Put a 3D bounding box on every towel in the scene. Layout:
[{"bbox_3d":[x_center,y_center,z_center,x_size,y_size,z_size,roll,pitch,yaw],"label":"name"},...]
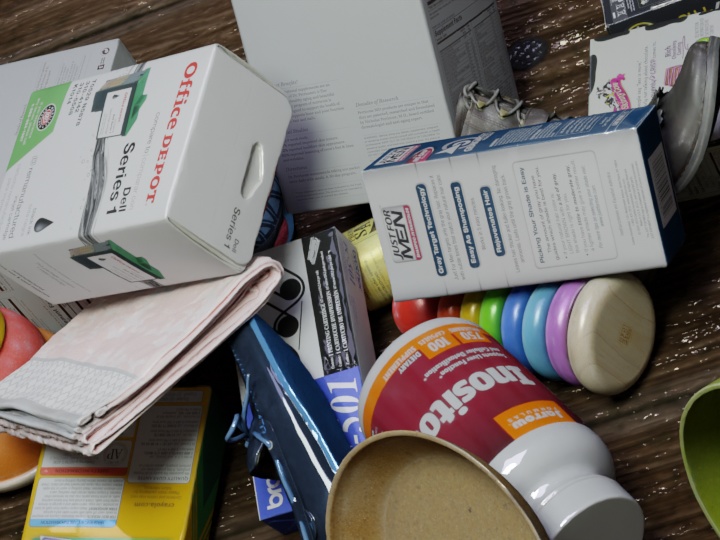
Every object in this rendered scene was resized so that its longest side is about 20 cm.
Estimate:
[{"bbox_3d":[-0.167,0.052,1.577,0.191,0.032,0.200,-42,22,-23],"label":"towel"}]

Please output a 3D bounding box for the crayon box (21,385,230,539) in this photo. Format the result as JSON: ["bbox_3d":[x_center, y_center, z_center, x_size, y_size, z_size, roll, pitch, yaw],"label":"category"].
[{"bbox_3d":[-0.173,0.182,1.585,0.125,0.052,0.201,-1,59,18],"label":"crayon box"}]

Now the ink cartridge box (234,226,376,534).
[{"bbox_3d":[-0.036,0.077,1.585,0.094,0.044,0.201,-17,64,16],"label":"ink cartridge box"}]

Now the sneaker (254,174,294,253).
[{"bbox_3d":[-0.097,-0.078,1.767,0.079,0.096,0.201,-7,49,26],"label":"sneaker"}]

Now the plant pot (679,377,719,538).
[{"bbox_3d":[0.325,0.090,1.325,0.200,0.188,0.187,-36,41,-25],"label":"plant pot"}]

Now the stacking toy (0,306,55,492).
[{"bbox_3d":[-0.300,0.060,1.687,0.146,0.200,0.146,-16,45,17],"label":"stacking toy"}]

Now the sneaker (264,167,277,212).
[{"bbox_3d":[-0.127,-0.059,1.662,0.200,0.074,0.081,9,77,60],"label":"sneaker"}]

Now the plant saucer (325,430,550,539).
[{"bbox_3d":[0.061,0.188,1.391,0.200,0.201,0.035,18,30,40],"label":"plant saucer"}]

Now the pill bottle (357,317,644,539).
[{"bbox_3d":[0.093,0.125,1.455,0.113,0.113,0.200,-40,46,-7],"label":"pill bottle"}]

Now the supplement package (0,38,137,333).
[{"bbox_3d":[-0.265,-0.055,1.808,0.199,0.147,0.192,-9,48,24],"label":"supplement package"}]

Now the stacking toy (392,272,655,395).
[{"bbox_3d":[0.106,0.034,1.567,0.200,0.085,0.086,7,56,43],"label":"stacking toy"}]

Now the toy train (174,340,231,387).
[{"bbox_3d":[-0.158,0.103,1.686,0.200,0.034,0.046,-49,43,-15],"label":"toy train"}]

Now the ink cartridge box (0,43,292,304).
[{"bbox_3d":[-0.160,-0.066,1.583,0.200,0.084,0.147,-10,56,41],"label":"ink cartridge box"}]

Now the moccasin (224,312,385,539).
[{"bbox_3d":[-0.051,0.119,1.504,0.068,0.080,0.200,-35,60,13],"label":"moccasin"}]

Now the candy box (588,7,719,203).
[{"bbox_3d":[0.267,-0.125,1.616,0.199,0.061,0.137,-11,48,21],"label":"candy box"}]

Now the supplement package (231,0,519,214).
[{"bbox_3d":[0.014,-0.167,1.671,0.151,0.201,0.151,-7,17,25],"label":"supplement package"}]

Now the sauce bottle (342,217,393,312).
[{"bbox_3d":[0.000,0.000,1.660,0.199,0.066,0.066,-26,43,6],"label":"sauce bottle"}]

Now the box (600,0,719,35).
[{"bbox_3d":[0.262,-0.270,1.759,0.161,0.049,0.200,-20,44,16],"label":"box"}]

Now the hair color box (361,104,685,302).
[{"bbox_3d":[0.110,-0.044,1.515,0.199,0.100,0.061,-8,16,24],"label":"hair color box"}]

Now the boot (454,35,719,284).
[{"bbox_3d":[0.149,-0.092,1.544,0.174,0.201,0.069,22,22,7],"label":"boot"}]
